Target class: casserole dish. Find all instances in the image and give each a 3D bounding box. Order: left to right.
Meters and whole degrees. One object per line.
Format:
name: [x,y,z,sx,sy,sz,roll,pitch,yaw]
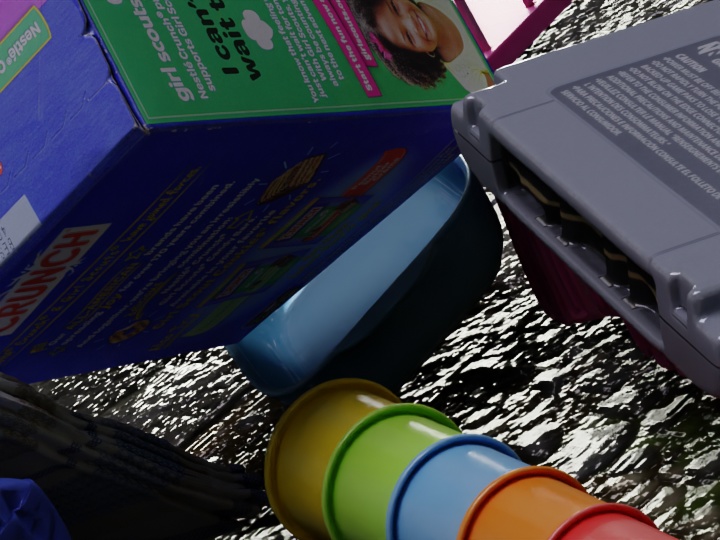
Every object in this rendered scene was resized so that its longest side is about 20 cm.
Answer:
casserole dish: [0.000,0.000,0.929,0.121,0.039,0.200,-48,20,1]

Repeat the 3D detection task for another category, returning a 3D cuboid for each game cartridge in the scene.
game cartridge: [0.123,-0.031,0.704,0.133,0.040,0.200,-21,28,-10]

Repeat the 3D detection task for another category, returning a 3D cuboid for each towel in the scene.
towel: [-0.144,0.075,0.805,0.147,0.200,0.024,-21,61,28]

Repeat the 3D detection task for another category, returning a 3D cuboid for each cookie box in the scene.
cookie box: [-0.072,-0.035,0.809,0.171,0.075,0.200,-40,-18,33]

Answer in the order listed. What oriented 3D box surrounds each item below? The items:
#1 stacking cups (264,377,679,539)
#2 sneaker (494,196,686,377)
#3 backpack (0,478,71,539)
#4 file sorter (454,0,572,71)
stacking cups: [0.036,0.077,0.695,0.060,0.061,0.200,-36,20,-18]
sneaker: [0.107,-0.026,0.837,0.088,0.081,0.200,-30,25,-13]
backpack: [-0.191,0.138,0.712,0.200,0.168,0.163,-17,17,32]
file sorter: [0.021,-0.170,1.220,0.139,0.125,0.200,-10,28,44]
